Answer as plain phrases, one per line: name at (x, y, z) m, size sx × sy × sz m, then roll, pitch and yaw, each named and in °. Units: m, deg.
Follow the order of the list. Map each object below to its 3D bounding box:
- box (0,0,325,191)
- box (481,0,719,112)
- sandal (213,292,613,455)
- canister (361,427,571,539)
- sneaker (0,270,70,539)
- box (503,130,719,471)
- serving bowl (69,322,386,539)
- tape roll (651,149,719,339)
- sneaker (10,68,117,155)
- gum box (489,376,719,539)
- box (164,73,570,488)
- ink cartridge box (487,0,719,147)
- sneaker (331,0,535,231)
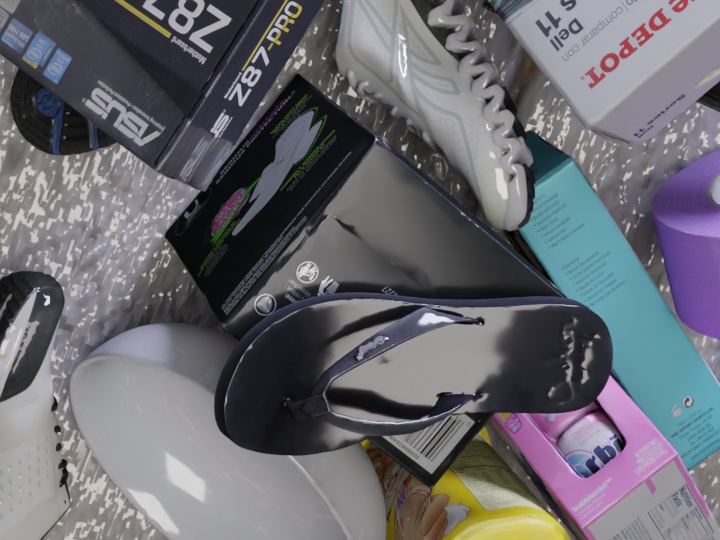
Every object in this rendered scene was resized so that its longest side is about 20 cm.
box at (-0.112, -0.158, 1.180) m, size 0.161 × 0.200 × 0.049 m, roll -57°, pitch 148°, yaw 7°
box at (0.189, -0.197, 1.252) m, size 0.193 × 0.048 × 0.200 m, roll 27°, pitch 100°, yaw 22°
sandal at (0.028, 0.046, 1.124) m, size 0.200 × 0.043 × 0.076 m, roll -9°, pitch 106°, yaw -11°
canister at (0.056, 0.168, 1.291) m, size 0.087 × 0.200 × 0.149 m, roll -8°, pitch 106°, yaw -12°
sneaker at (-0.194, 0.093, 1.288) m, size 0.080 × 0.074 × 0.200 m, roll 13°, pitch 109°, yaw -20°
box at (0.142, 0.018, 1.336) m, size 0.049 × 0.082 × 0.200 m, roll -36°, pitch 109°, yaw -2°
serving bowl at (-0.062, 0.098, 1.267) m, size 0.200 × 0.200 × 0.066 m, roll 53°, pitch 58°, yaw -19°
tape roll at (0.266, -0.028, 1.290) m, size 0.200 × 0.200 × 0.066 m, roll -19°, pitch 108°, yaw -8°
sneaker at (-0.099, -0.124, 1.246) m, size 0.200 × 0.077 × 0.076 m, roll -31°, pitch 85°, yaw 16°
gum box at (0.134, 0.112, 1.288) m, size 0.066 × 0.114 × 0.200 m, roll -38°, pitch 149°, yaw -1°
box at (0.000, 0.000, 1.235) m, size 0.149 × 0.200 × 0.124 m, roll 39°, pitch 93°, yaw -19°
ink cartridge box at (0.127, -0.186, 1.210) m, size 0.147 × 0.083 × 0.200 m, roll -41°, pitch 73°, yaw 16°
sneaker at (0.035, -0.105, 1.259) m, size 0.081 × 0.075 × 0.200 m, roll -25°, pitch 75°, yaw 4°
